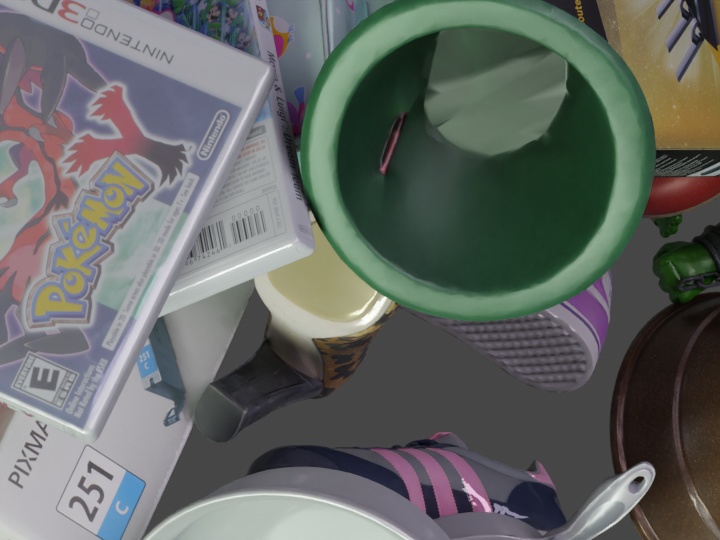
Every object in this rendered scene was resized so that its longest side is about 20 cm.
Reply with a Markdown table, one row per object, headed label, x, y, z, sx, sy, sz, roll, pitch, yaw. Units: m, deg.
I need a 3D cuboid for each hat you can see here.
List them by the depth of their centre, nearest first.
| label | x | y | z | sx | sy | sz | roll | pitch | yaw |
| --- | --- | --- | --- | --- | --- | --- | --- | --- | --- |
| hat | 0.064 | -0.103 | 1.282 | 0.166 | 0.200 | 0.176 | 12 | 31 | 0 |

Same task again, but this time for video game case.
| label | x | y | z | sx | sy | sz | roll | pitch | yaw |
| --- | --- | --- | --- | --- | --- | --- | --- | --- | --- |
| video game case | -0.163 | -0.044 | 1.227 | 0.182 | 0.023 | 0.200 | 23 | 75 | 7 |
| video game case | -0.125 | -0.058 | 1.302 | 0.024 | 0.200 | 0.182 | 27 | 47 | -56 |

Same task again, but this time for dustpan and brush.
| label | x | y | z | sx | sy | sz | roll | pitch | yaw |
| --- | --- | --- | --- | --- | --- | --- | --- | --- | --- |
| dustpan and brush | 0.082 | 0.160 | 1.391 | 0.140 | 0.200 | 0.057 | 34 | 19 | -22 |

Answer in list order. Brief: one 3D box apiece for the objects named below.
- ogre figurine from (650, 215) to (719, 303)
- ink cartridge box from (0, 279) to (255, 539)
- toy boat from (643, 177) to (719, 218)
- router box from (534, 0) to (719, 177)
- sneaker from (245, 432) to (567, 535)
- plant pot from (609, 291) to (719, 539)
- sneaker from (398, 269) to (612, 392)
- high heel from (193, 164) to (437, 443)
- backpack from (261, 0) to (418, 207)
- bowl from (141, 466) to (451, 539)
| label | x | y | z | sx | sy | sz | roll | pitch | yaw |
| --- | --- | --- | --- | --- | --- | --- | --- | --- | --- |
| ogre figurine | 0.221 | -0.091 | 1.614 | 0.120 | 0.098 | 0.200 | -10 | 66 | -17 |
| ink cartridge box | -0.165 | 0.042 | 1.351 | 0.176 | 0.045 | 0.200 | 35 | 60 | -22 |
| toy boat | 0.147 | -0.126 | 1.508 | 0.131 | 0.131 | 0.200 | -44 | 77 | -1 |
| router box | 0.137 | -0.148 | 1.349 | 0.157 | 0.052 | 0.200 | -3 | 76 | -32 |
| sneaker | 0.024 | 0.122 | 1.450 | 0.200 | 0.070 | 0.082 | 20 | 43 | -25 |
| plant pot | 0.284 | 0.088 | 1.537 | 0.200 | 0.198 | 0.200 | 10 | 71 | -30 |
| sneaker | 0.061 | -0.023 | 1.513 | 0.200 | 0.073 | 0.114 | 40 | 39 | -12 |
| high heel | 0.000 | 0.000 | 1.375 | 0.071 | 0.200 | 0.143 | 45 | 31 | 8 |
| backpack | -0.035 | -0.112 | 1.376 | 0.153 | 0.200 | 0.176 | 6 | 75 | -41 |
| bowl | -0.019 | 0.174 | 1.341 | 0.201 | 0.201 | 0.090 | 50 | 30 | -12 |
